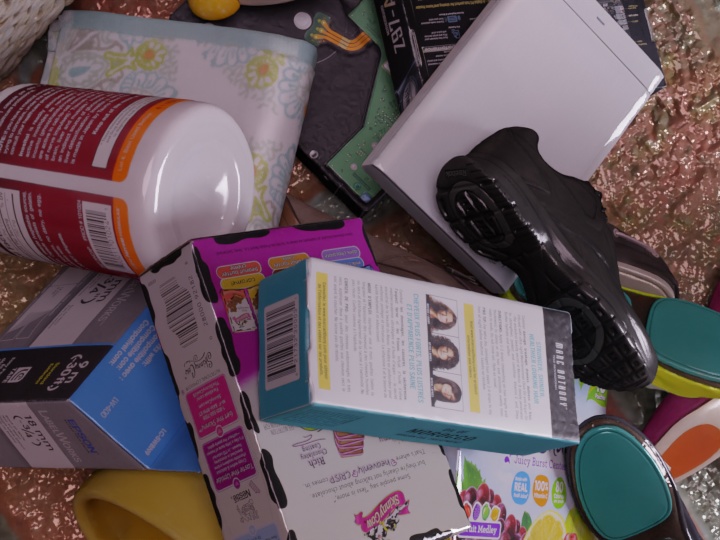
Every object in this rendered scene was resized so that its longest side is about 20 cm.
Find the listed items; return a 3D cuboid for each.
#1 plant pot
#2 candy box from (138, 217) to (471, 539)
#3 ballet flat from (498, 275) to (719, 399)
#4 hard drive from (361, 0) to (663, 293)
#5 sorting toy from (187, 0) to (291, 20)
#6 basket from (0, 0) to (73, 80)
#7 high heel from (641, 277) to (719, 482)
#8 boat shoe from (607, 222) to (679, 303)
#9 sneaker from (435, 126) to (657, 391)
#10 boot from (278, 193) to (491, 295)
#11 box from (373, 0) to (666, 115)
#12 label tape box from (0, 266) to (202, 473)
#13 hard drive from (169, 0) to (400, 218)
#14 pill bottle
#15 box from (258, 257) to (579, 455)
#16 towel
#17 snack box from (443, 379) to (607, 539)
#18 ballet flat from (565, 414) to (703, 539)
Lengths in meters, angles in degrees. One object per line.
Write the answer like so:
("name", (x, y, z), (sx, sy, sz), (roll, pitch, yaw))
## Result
("plant pot", (-0.053, 0.145, 0.974), (0.201, 0.201, 0.189), (41, 63, -1))
("candy box", (-0.031, 0.077, 0.862), (0.136, 0.061, 0.201), (-9, 74, -44))
("ballet flat", (0.189, 0.048, 1.049), (0.199, 0.067, 0.067), (21, 53, 5))
("hard drive", (0.108, -0.103, 1.023), (0.132, 0.027, 0.200), (43, 75, -18))
("sorting toy", (-0.121, -0.278, 0.995), (0.107, 0.180, 0.200), (-36, 66, -1))
("basket", (-0.281, -0.232, 0.964), (0.198, 0.161, 0.200), (-40, 86, 27))
("high heel", (0.250, 0.073, 1.100), (0.200, 0.096, 0.067), (-42, 132, 1))
("boat shoe", (0.138, -0.018, 1.088), (0.200, 0.057, 0.067), (26, 119, -1))
("sneaker", (0.139, -0.011, 0.980), (0.091, 0.076, 0.200), (-44, 103, -37))
("boot", (0.000, 0.000, 1.042), (0.146, 0.200, 0.070), (10, 111, -38))
("box", (0.111, -0.191, 1.080), (0.199, 0.044, 0.161), (-10, 82, -24))
("label tape box", (-0.148, 0.055, 0.939), (0.144, 0.200, 0.063), (-54, 125, -39))
("hard drive", (-0.022, -0.155, 1.088), (0.200, 0.038, 0.140), (43, 79, 0))
("pill bottle", (-0.176, -0.058, 0.937), (0.199, 0.113, 0.113), (10, 79, 30))
("box", (0.037, 0.053, 0.850), (0.200, 0.049, 0.083), (13, 67, -37))
("towel", (-0.139, -0.087, 1.026), (0.199, 0.048, 0.172), (9, 82, 17))
("snack box", (0.097, 0.125, 0.995), (0.053, 0.200, 0.143), (-2, 79, 35))
("ballet flat", (0.197, 0.171, 1.039), (0.073, 0.073, 0.200), (-36, 109, -11))
